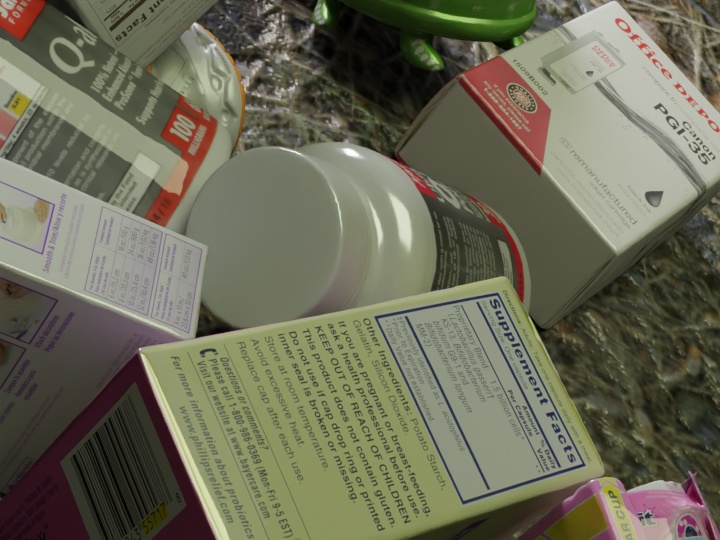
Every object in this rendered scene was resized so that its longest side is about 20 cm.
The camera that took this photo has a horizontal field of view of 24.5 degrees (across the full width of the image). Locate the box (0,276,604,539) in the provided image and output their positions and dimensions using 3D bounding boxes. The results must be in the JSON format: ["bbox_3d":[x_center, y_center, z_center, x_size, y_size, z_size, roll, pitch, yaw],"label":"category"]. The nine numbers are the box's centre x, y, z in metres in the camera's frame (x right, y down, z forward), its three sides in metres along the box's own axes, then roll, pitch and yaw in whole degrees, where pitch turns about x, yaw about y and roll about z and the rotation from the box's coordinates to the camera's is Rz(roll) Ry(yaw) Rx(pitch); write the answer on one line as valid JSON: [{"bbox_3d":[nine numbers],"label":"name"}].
[{"bbox_3d":[-0.034,0.098,0.694,0.199,0.176,0.097,-9,66,-41],"label":"box"}]

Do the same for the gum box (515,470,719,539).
[{"bbox_3d":[0.088,0.179,0.701,0.066,0.200,0.114,2,55,-36],"label":"gum box"}]

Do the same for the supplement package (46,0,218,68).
[{"bbox_3d":[-0.139,-0.225,0.850,0.156,0.111,0.200,-44,59,-9],"label":"supplement package"}]

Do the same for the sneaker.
[{"bbox_3d":[-0.144,-0.140,0.901,0.091,0.076,0.201,-18,66,-40],"label":"sneaker"}]

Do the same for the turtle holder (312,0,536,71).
[{"bbox_3d":[0.038,-0.219,1.048,0.140,0.133,0.186,-5,31,-30],"label":"turtle holder"}]

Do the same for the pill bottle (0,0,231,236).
[{"bbox_3d":[-0.169,-0.072,0.778,0.199,0.116,0.116,34,41,-14],"label":"pill bottle"}]

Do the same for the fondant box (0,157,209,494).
[{"bbox_3d":[-0.181,0.013,0.683,0.198,0.144,0.059,23,44,-20],"label":"fondant box"}]

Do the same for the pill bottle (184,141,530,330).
[{"bbox_3d":[0.000,0.000,0.805,0.111,0.110,0.200,60,18,20],"label":"pill bottle"}]

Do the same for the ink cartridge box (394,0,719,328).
[{"bbox_3d":[0.139,-0.074,1.048,0.147,0.083,0.199,49,42,9],"label":"ink cartridge box"}]
